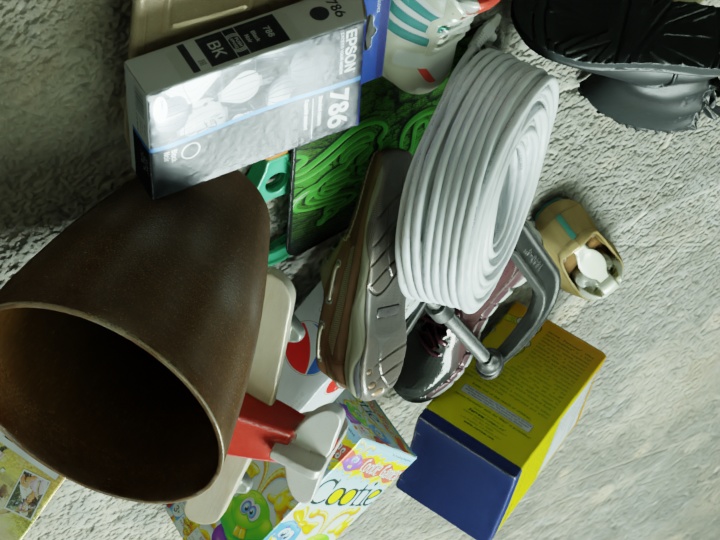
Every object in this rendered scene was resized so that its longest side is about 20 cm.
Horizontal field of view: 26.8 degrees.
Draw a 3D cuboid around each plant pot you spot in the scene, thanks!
[{"bbox_3d":[-0.140,0.019,1.026,0.188,0.185,0.201,96,14,-48],"label":"plant pot"}]

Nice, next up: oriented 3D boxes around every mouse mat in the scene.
[{"bbox_3d":[0.024,-0.103,1.195,0.199,0.008,0.162,-27,146,-27],"label":"mouse mat"}]

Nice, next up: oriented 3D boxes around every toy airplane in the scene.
[{"bbox_3d":[-0.102,0.102,1.215,0.198,0.142,0.200,-25,121,15],"label":"toy airplane"}]

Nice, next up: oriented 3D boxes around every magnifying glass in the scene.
[{"bbox_3d":[-0.066,-0.075,1.146,0.079,0.022,0.201,-24,144,-22],"label":"magnifying glass"}]

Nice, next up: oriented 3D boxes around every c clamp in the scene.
[{"bbox_3d":[0.104,0.037,1.321,0.172,0.027,0.200,-57,145,-2],"label":"c clamp"}]

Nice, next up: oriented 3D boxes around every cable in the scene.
[{"bbox_3d":[0.091,-0.067,1.160,0.201,0.069,0.201,91,23,-47],"label":"cable"}]

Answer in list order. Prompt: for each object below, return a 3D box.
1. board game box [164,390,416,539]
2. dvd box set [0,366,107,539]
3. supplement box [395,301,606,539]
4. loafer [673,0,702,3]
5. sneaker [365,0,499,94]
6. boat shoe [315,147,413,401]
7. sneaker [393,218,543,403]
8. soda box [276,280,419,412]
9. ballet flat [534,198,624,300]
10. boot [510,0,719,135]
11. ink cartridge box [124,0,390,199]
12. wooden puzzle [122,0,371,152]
[{"bbox_3d":[-0.065,0.196,1.399,0.200,0.105,0.103,-46,146,11],"label":"board game box"},{"bbox_3d":[-0.293,0.144,1.055,0.146,0.029,0.201,36,85,-14],"label":"dvd box set"},{"bbox_3d":[0.137,0.144,1.462,0.200,0.109,0.110,-44,158,-42],"label":"supplement box"},{"bbox_3d":[0.302,-0.264,1.230,0.200,0.068,0.076,-42,147,5],"label":"loafer"},{"bbox_3d":[0.055,-0.185,1.050,0.070,0.093,0.201,-41,149,-25],"label":"sneaker"},{"bbox_3d":[0.000,0.000,1.200,0.075,0.071,0.202,0,104,-53],"label":"boat shoe"},{"bbox_3d":[0.071,0.023,1.356,0.201,0.076,0.115,-56,145,7],"label":"sneaker"},{"bbox_3d":[-0.012,0.042,1.287,0.200,0.064,0.068,-50,163,17],"label":"soda box"},{"bbox_3d":[0.221,-0.004,1.472,0.069,0.063,0.200,-42,147,7],"label":"ballet flat"},{"bbox_3d":[0.210,-0.171,1.230,0.196,0.074,0.163,9,169,0],"label":"boot"},{"bbox_3d":[-0.057,-0.122,0.994,0.198,0.039,0.100,-24,146,-21],"label":"ink cartridge box"},{"bbox_3d":[-0.071,-0.178,0.987,0.184,0.046,0.201,-20,145,-26],"label":"wooden puzzle"}]
